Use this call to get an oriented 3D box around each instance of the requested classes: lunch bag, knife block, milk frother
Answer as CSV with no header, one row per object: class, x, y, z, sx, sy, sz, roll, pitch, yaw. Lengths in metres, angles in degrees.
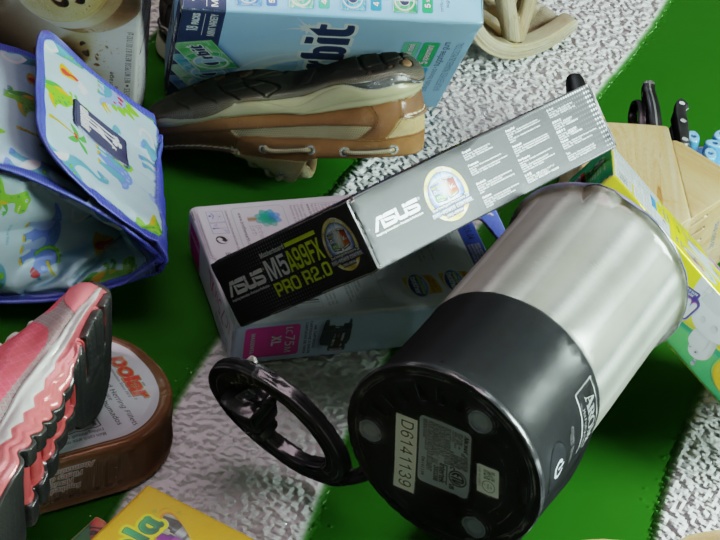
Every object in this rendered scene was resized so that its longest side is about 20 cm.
lunch bag,-0.219,-0.064,1.401,0.199,0.128,0.170,10,32,-14
knife block,0.161,-0.057,1.506,0.175,0.064,0.200,33,44,30
milk frother,0.046,0.046,1.246,0.199,0.181,0.188,34,46,11

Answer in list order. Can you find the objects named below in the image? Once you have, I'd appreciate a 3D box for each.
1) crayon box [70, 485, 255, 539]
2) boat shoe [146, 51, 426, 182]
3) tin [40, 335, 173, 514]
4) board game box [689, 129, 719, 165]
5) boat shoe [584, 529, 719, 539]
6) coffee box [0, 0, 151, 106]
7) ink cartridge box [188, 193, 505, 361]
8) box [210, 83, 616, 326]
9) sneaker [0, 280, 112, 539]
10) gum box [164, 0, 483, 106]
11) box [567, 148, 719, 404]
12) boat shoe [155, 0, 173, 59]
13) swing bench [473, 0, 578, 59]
crayon box,-0.092,0.189,1.149,0.199,0.051,0.127,24,40,20
boat shoe,-0.050,-0.094,1.500,0.199,0.074,0.076,-6,21,19
tin,-0.200,0.091,1.269,0.199,0.042,0.112,-15,47,-27
board game box,0.349,-0.044,1.556,0.199,0.026,0.200,-8,40,-21
boat shoe,0.150,0.183,1.184,0.199,0.071,0.070,-8,36,-20
coffee box,-0.197,-0.183,1.489,0.112,0.201,0.080,7,40,-3
ink cartridge box,0.000,0.000,1.421,0.199,0.042,0.120,-7,41,-15
box,0.031,-0.039,1.328,0.199,0.160,0.044,-27,92,-34
sneaker,-0.194,0.065,1.214,0.086,0.074,0.200,14,38,9
gum box,-0.030,-0.162,1.527,0.199,0.170,0.045,1,75,-8
box,0.200,0.020,1.336,0.200,0.048,0.117,46,13,-5
boat shoe,-0.048,-0.185,1.634,0.200,0.061,0.072,-2,38,-14
swing bench,0.058,-0.277,1.666,0.129,0.201,0.199,-29,50,-31
